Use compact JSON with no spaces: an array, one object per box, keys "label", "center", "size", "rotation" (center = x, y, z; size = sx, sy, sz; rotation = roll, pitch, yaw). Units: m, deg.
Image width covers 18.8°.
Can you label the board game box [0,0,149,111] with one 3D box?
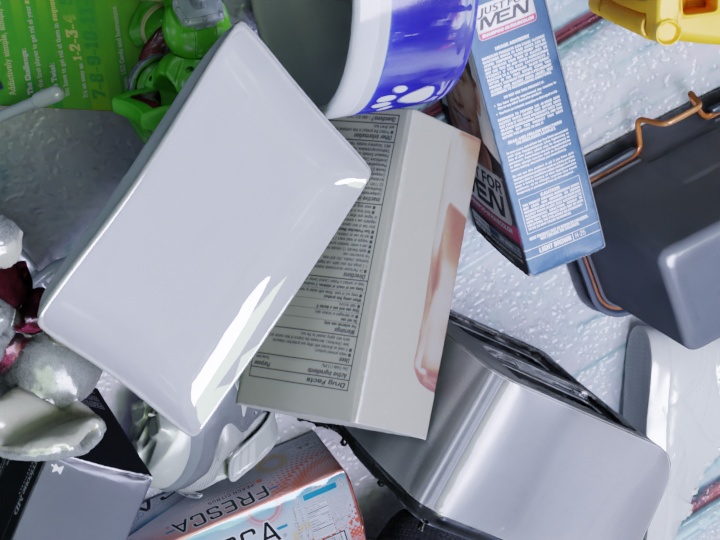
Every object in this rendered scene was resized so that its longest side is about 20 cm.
[{"label":"board game box","center":[-0.190,-0.149,1.352],"size":[0.200,0.030,0.096],"rotation":[0,109,-24]}]

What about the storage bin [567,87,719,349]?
[{"label":"storage bin","center":[0.251,-0.041,1.498],"size":[0.200,0.134,0.146],"rotation":[-27,117,-10]}]

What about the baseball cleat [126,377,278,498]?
[{"label":"baseball cleat","center":[-0.084,0.060,1.461],"size":[0.106,0.070,0.200],"rotation":[23,103,-43]}]

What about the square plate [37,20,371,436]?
[{"label":"square plate","center":[-0.090,-0.021,1.255],"size":[0.200,0.028,0.198],"rotation":[-56,149,-8]}]

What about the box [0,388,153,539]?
[{"label":"box","center":[-0.220,0.182,1.405],"size":[0.079,0.141,0.200],"rotation":[18,104,-25]}]

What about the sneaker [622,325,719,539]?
[{"label":"sneaker","center":[0.251,0.136,1.602],"size":[0.115,0.074,0.200],"rotation":[-2,110,-17]}]

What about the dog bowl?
[{"label":"dog bowl","center":[-0.003,-0.194,1.306],"size":[0.079,0.200,0.200],"rotation":[-9,113,-20]}]

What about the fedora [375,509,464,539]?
[{"label":"fedora","center":[0.060,0.226,1.532],"size":[0.200,0.201,0.092],"rotation":[28,69,-27]}]

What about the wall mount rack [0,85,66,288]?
[{"label":"wall mount rack","center":[-0.228,-0.025,1.359],"size":[0.174,0.075,0.200],"rotation":[-38,119,-4]}]

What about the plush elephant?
[{"label":"plush elephant","center":[-0.203,0.025,1.264],"size":[0.155,0.165,0.200],"rotation":[19,111,-29]}]

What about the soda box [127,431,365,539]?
[{"label":"soda box","center":[-0.102,0.184,1.491],"size":[0.200,0.068,0.064],"rotation":[-21,116,-12]}]

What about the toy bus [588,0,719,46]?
[{"label":"toy bus","center":[0.207,-0.241,1.402],"size":[0.192,0.136,0.200],"rotation":[-3,110,-20]}]

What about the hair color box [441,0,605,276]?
[{"label":"hair color box","center":[0.096,-0.107,1.433],"size":[0.060,0.100,0.200],"rotation":[-22,115,-12]}]

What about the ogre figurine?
[{"label":"ogre figurine","center":[-0.106,-0.110,1.318],"size":[0.098,0.120,0.200],"rotation":[8,108,-24]}]

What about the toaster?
[{"label":"toaster","center":[0.086,0.113,1.474],"size":[0.200,0.181,0.119],"rotation":[24,98,-28]}]

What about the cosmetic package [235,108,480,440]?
[{"label":"cosmetic package","center":[0.000,0.000,1.391],"size":[0.087,0.103,0.200],"rotation":[19,81,-53]}]
